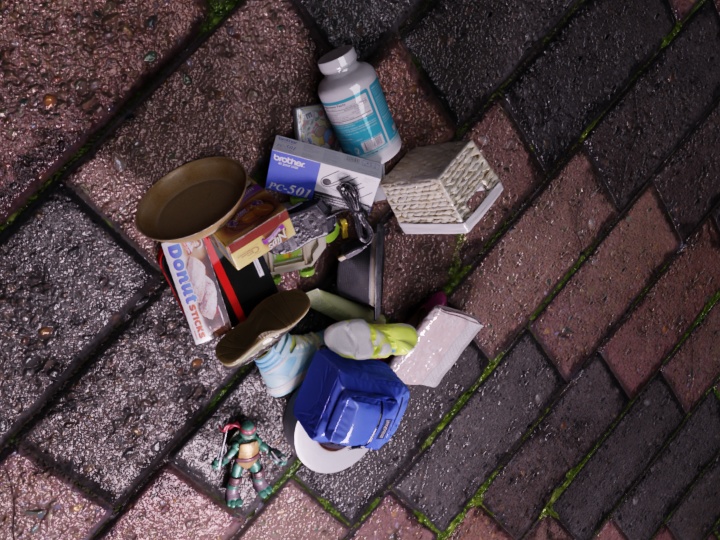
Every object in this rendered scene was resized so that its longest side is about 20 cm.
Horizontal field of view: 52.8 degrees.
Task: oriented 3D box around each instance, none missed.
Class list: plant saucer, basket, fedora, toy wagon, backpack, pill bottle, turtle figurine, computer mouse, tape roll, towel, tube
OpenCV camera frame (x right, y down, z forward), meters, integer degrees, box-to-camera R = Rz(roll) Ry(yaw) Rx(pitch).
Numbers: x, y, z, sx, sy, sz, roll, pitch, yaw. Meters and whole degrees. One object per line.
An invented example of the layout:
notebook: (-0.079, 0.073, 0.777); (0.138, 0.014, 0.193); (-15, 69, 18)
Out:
plant saucer: (-0.271, -0.109, 1.189); (0.199, 0.200, 0.036); (-36, 135, -14)
basket: (0.149, -0.160, 1.395); (0.136, 0.199, 0.124); (-48, 116, -24)
fedora: (0.000, 0.000, 1.406); (0.090, 0.201, 0.205); (2, 107, 3)
toy wagon: (-0.120, -0.063, 1.359); (0.196, 0.040, 0.158); (-14, 117, -18)
backpack: (-0.003, 0.262, 1.392); (0.198, 0.168, 0.165); (14, 110, -39)
pill bottle: (-0.007, -0.292, 1.296); (0.110, 0.110, 0.202); (-33, 119, -16)
turtle figurine: (-0.219, 0.366, 1.420); (0.146, 0.101, 0.203); (-2, 123, -13)
computer mouse: (-0.075, -0.070, 1.311); (0.197, 0.046, 0.142); (-27, 119, 5)
tape roll: (-0.059, 0.315, 1.513); (0.197, 0.066, 0.205); (-9, 109, -26)
towel: (0.156, 0.167, 1.548); (0.189, 0.032, 0.201); (16, 115, -48)
tube: (-0.035, 0.078, 1.455); (0.198, 0.052, 0.058); (25, 108, -35)

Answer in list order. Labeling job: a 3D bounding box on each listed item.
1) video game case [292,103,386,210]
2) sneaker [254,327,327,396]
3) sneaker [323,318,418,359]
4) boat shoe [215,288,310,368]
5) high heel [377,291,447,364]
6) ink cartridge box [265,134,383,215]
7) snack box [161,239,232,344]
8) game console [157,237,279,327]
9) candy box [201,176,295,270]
video game case: (-0.036, -0.219, 1.382); (0.179, 0.023, 0.204); (-14, 112, -25)
sneaker: (-0.121, 0.142, 1.416); (0.199, 0.079, 0.132); (-37, 121, -15)
sneaker: (0.010, 0.138, 1.411); (0.196, 0.105, 0.077); (7, 80, -23)
boat shoe: (-0.178, 0.107, 1.334); (0.198, 0.074, 0.065); (-33, 163, -16)
high heel: (0.108, 0.123, 1.541); (0.095, 0.067, 0.202); (26, 95, -43)
ink cartridge box: (-0.066, -0.168, 1.297); (0.196, 0.045, 0.095); (15, 138, -6)
snack box: (-0.286, 0.029, 1.276); (0.071, 0.024, 0.203); (-19, 116, -12)
game console: (-0.254, 0.013, 1.314); (0.174, 0.031, 0.203); (-26, 117, -11)
candy box: (-0.207, -0.093, 1.219); (0.116, 0.200, 0.057); (-33, 130, -16)
